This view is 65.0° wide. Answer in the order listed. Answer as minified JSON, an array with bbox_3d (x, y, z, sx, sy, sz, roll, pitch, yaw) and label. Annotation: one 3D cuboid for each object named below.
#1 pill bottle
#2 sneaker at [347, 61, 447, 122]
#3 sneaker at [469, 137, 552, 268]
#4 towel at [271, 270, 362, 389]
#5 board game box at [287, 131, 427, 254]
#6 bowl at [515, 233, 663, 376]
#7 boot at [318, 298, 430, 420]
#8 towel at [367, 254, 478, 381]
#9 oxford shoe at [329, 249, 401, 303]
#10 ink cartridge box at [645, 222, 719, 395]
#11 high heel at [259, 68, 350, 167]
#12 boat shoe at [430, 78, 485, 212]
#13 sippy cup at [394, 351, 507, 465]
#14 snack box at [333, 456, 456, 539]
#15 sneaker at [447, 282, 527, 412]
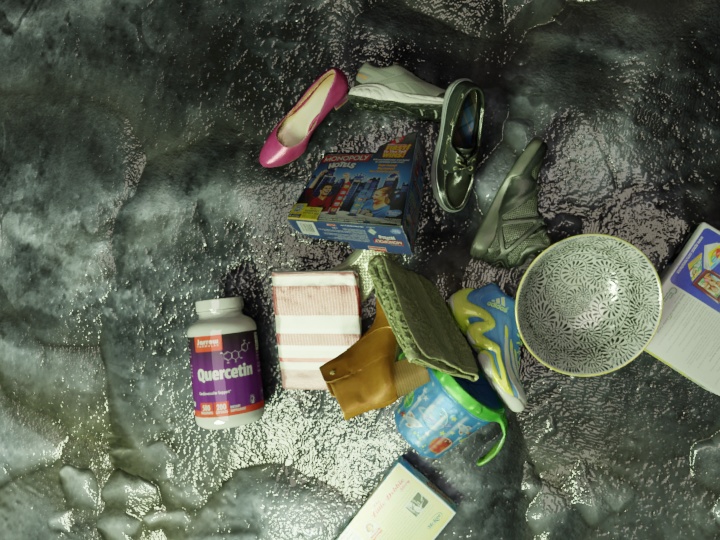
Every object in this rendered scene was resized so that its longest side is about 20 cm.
[{"bbox_3d":[-0.220,0.147,0.920,0.111,0.112,0.202,-7,87,11],"label":"pill bottle"},{"bbox_3d":[0.081,-0.287,0.895,0.198,0.074,0.080,14,86,11],"label":"sneaker"},{"bbox_3d":[0.255,-0.093,0.855,0.113,0.076,0.201,24,96,9],"label":"sneaker"},{"bbox_3d":[-0.067,0.097,0.912,0.143,0.023,0.202,-1,104,10],"label":"towel"},{"bbox_3d":[0.018,-0.128,0.877,0.198,0.062,0.201,7,54,30],"label":"board game box"},{"bbox_3d":[0.316,0.041,0.819,0.199,0.094,0.203,1,101,4],"label":"bowl"},{"bbox_3d":[0.005,0.114,0.832,0.143,0.071,0.202,-19,42,-3],"label":"boot"},{"bbox_3d":[0.089,0.066,0.812,0.037,0.148,0.201,-46,43,23],"label":"towel"},{"bbox_3d":[0.000,0.000,0.913,0.075,0.058,0.200,43,112,-7],"label":"oxford shoe"},{"bbox_3d":[0.520,0.067,0.815,0.199,0.047,0.199,34,94,8],"label":"ink cartridge box"},{"bbox_3d":[-0.098,-0.245,0.914,0.199,0.096,0.068,-35,83,8],"label":"high heel"},{"bbox_3d":[0.149,-0.181,0.850,0.068,0.057,0.202,-5,113,-13],"label":"boat shoe"},{"bbox_3d":[0.124,0.205,0.850,0.131,0.139,0.178,-49,40,16],"label":"sippy cup"},{"bbox_3d":[0.047,0.413,0.899,0.116,0.037,0.201,39,96,9],"label":"snack box"},{"bbox_3d":[0.215,0.102,0.842,0.104,0.076,0.201,-28,69,2],"label":"sneaker"}]
